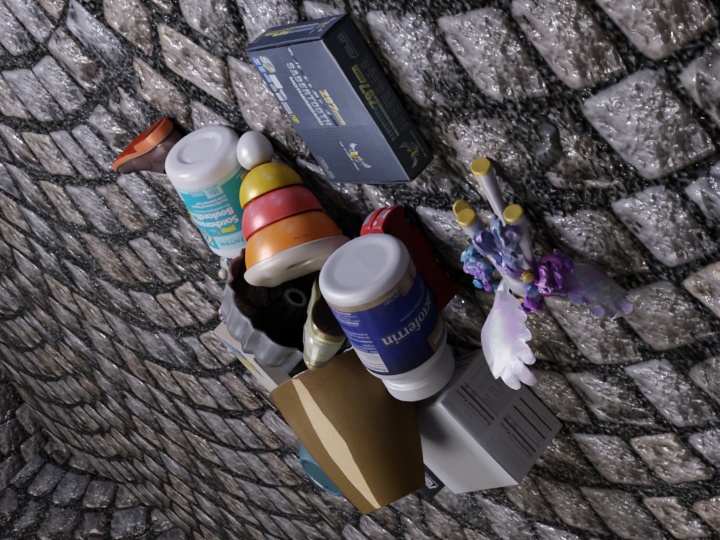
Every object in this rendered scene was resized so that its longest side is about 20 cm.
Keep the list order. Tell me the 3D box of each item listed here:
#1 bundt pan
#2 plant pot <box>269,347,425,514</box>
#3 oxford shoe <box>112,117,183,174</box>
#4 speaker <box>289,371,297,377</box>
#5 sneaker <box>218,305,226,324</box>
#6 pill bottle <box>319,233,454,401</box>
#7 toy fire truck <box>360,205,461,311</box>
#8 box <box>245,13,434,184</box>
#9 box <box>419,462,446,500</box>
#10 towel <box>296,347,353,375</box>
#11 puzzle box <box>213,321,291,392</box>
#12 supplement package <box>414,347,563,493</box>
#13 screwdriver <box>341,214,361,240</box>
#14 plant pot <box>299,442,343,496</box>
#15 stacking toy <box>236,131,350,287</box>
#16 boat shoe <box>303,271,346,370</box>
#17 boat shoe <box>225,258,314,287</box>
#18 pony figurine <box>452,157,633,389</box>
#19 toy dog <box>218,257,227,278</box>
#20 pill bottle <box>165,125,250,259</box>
[{"bbox_3d":[-0.101,0.060,1.702,0.202,0.202,0.076,39,130,8],"label":"bundt pan"},{"bbox_3d":[0.005,0.213,1.662,0.201,0.186,0.186,64,157,8],"label":"plant pot"},{"bbox_3d":[-0.315,-0.166,1.872,0.073,0.071,0.200,44,156,-16],"label":"oxford shoe"},{"bbox_3d":[-0.055,0.153,1.972,0.089,0.088,0.200,50,155,-16],"label":"speaker"},{"bbox_3d":[-0.125,0.083,1.851,0.199,0.081,0.075,9,97,28],"label":"sneaker"},{"bbox_3d":[0.038,0.062,1.531,0.116,0.116,0.200,17,146,44],"label":"pill bottle"},{"bbox_3d":[0.055,0.003,1.610,0.200,0.049,0.141,53,154,-21],"label":"toy fire truck"},{"bbox_3d":[-0.025,-0.189,1.416,0.157,0.051,0.200,5,136,52],"label":"box"},{"bbox_3d":[0.059,0.250,1.900,0.160,0.044,0.200,45,-174,-8],"label":"box"},{"bbox_3d":[-0.020,0.119,1.836,0.024,0.148,0.200,6,-177,-42],"label":"towel"},{"bbox_3d":[-0.136,0.166,1.944,0.133,0.025,0.200,28,161,52],"label":"puzzle box"},{"bbox_3d":[0.152,0.212,1.730,0.156,0.111,0.200,45,156,-6],"label":"supplement package"},{"bbox_3d":[0.000,0.000,1.703,0.028,0.029,0.200,26,145,32],"label":"screwdriver"},{"bbox_3d":[-0.026,0.302,2.117,0.200,0.135,0.200,34,154,19],"label":"plant pot"},{"bbox_3d":[-0.109,-0.091,1.635,0.201,0.146,0.146,71,157,8],"label":"stacking toy"},{"bbox_3d":[-0.038,0.059,1.631,0.073,0.201,0.063,22,115,-5],"label":"boat shoe"},{"bbox_3d":[-0.114,-0.005,1.837,0.200,0.072,0.066,20,139,28],"label":"boat shoe"},{"bbox_3d":[0.175,0.002,1.342,0.200,0.166,0.193,57,-176,-37],"label":"pony figurine"},{"bbox_3d":[-0.160,0.065,1.979,0.200,0.096,0.132,38,155,10],"label":"toy dog"},{"bbox_3d":[-0.182,-0.094,1.736,0.111,0.111,0.200,19,147,42],"label":"pill bottle"}]
